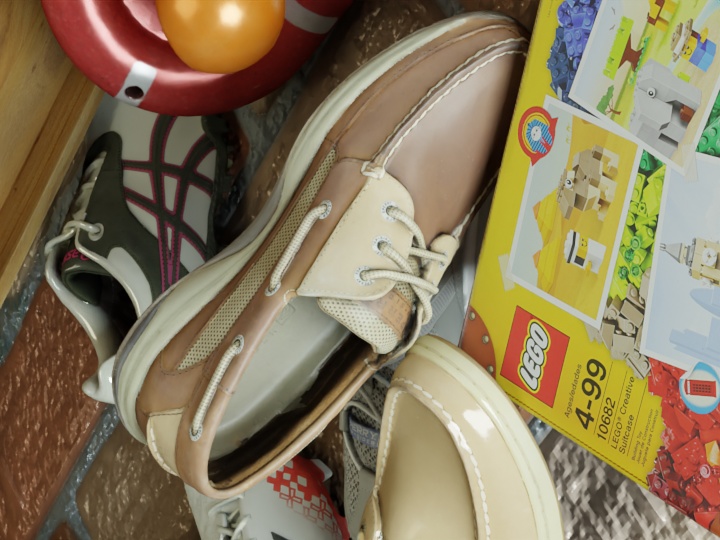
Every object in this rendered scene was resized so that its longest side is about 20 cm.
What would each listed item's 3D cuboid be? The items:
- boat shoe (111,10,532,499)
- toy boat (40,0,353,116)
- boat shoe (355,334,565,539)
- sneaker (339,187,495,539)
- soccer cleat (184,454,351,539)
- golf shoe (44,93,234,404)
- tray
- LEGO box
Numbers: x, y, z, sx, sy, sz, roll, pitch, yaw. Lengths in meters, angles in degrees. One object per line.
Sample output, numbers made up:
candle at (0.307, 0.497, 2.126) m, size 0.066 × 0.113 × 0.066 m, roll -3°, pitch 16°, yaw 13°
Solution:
boat shoe at (0.000, 0.000, 0.642) m, size 0.200 × 0.076 × 0.072 m, roll -50°, pitch 41°, yaw 8°
toy boat at (-0.052, -0.128, 0.726) m, size 0.200 × 0.130 × 0.131 m, roll -47°, pitch 26°, yaw 43°
boat shoe at (0.029, 0.114, 0.676) m, size 0.071 × 0.064 × 0.200 m, roll 35°, pitch 144°, yaw 43°
sneaker at (0.005, 0.022, 0.734) m, size 0.075 × 0.082 × 0.200 m, roll 12°, pitch 103°, yaw 49°
soccer cleat at (-0.036, 0.141, 0.795) m, size 0.200 × 0.085 × 0.069 m, roll 53°, pitch 131°, yaw 32°
golf shoe at (-0.103, -0.029, 0.855) m, size 0.077 × 0.088 × 0.200 m, roll -42°, pitch 60°, yaw 46°
tray at (-0.164, -0.094, 0.833) m, size 0.037 × 0.099 × 0.200 m, roll 8°, pitch 69°, yaw 47°
LEGO box at (0.124, -0.033, 0.589) m, size 0.149 × 0.077 × 0.200 m, roll 32°, pitch 118°, yaw 43°
